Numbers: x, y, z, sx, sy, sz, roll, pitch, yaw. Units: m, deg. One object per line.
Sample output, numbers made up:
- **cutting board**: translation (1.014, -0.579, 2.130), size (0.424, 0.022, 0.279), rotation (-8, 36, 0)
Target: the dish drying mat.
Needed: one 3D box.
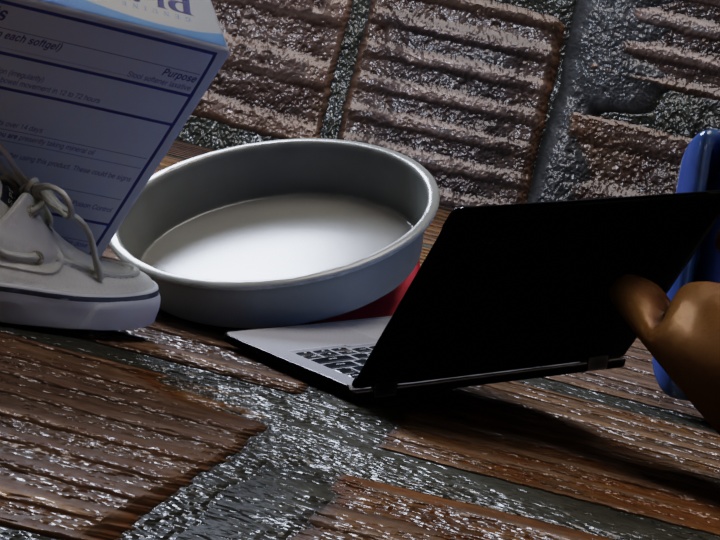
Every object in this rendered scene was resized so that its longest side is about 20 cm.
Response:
- **dish drying mat**: translation (0.000, 0.000, 1.386), size (0.077, 0.018, 0.200), rotation (14, 27, -6)

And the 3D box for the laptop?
- **laptop**: translation (0.059, 0.000, 1.217), size (0.187, 0.116, 0.200), rotation (-4, 14, -35)

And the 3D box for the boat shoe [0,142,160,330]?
- **boat shoe**: translation (-0.183, -0.022, 1.154), size (0.202, 0.086, 0.075), rotation (10, 6, -36)

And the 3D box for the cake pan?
- **cake pan**: translation (-0.051, -0.023, 1.359), size (0.200, 0.037, 0.200), rotation (-5, 27, 2)

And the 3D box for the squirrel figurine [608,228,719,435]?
- **squirrel figurine**: translation (0.251, 0.023, 1.128), size (0.142, 0.187, 0.200), rotation (48, 6, -22)

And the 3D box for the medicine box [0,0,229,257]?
- **medicine box**: translation (-0.201, -0.096, 1.204), size (0.182, 0.200, 0.103), rotation (11, 39, -35)

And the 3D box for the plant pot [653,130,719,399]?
- **plant pot**: translation (0.305, 0.011, 1.452), size (0.180, 0.200, 0.200), rotation (8, 0, 44)
